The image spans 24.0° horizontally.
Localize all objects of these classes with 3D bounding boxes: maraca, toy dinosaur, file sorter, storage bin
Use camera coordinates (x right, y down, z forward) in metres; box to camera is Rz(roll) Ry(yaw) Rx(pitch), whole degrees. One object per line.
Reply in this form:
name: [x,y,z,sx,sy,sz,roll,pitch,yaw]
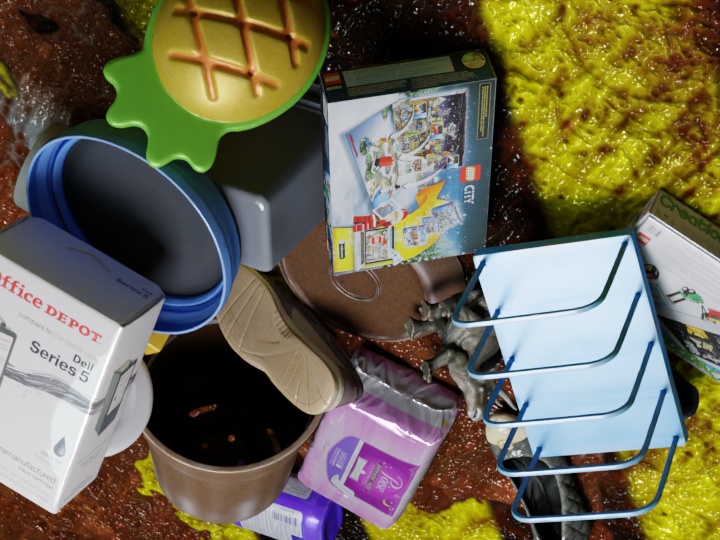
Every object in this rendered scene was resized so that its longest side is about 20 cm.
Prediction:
maraca: [-0.112,-0.169,1.337,0.137,0.200,0.107,45,172,1]
toy dinosaur: [0.105,0.047,1.526,0.077,0.101,0.201,60,147,39]
file sorter: [0.168,0.090,1.377,0.138,0.123,0.202,-7,116,26]
storage bin: [-0.114,-0.081,1.456,0.198,0.135,0.146,20,136,21]

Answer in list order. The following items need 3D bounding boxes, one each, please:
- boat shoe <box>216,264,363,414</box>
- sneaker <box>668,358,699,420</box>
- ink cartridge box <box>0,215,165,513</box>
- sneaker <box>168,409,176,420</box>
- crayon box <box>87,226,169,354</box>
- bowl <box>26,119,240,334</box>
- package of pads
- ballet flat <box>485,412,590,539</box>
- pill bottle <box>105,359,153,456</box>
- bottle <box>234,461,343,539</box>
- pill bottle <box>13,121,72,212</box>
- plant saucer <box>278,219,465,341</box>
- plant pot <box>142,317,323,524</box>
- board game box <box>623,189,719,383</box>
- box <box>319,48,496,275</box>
boat shoe: [-0.070,0.066,1.626,0.200,0.065,0.072,43,111,36]
sneaker: [0.215,0.069,1.464,0.199,0.074,0.081,34,158,-16]
ink cartridge box: [-0.270,0.078,1.435,0.145,0.084,0.201,28,116,10]
sneaker: [-0.244,0.096,1.784,0.076,0.088,0.200,34,168,34]
crayon box: [-0.249,0.028,1.586,0.125,0.052,0.200,37,157,-19]
bowl: [-0.188,-0.037,1.416,0.199,0.039,0.202,20,135,21]
package of pads: [0.017,0.171,1.718,0.120,0.076,0.201,29,143,5]
ballet flat: [0.177,0.216,1.675,0.066,0.057,0.201,-5,130,37]
pill bottle: [-0.287,0.119,1.611,0.112,0.112,0.199,48,153,-22]
bottle: [-0.119,0.255,1.913,0.198,0.066,0.084,15,140,20]
pill bottle: [-0.218,-0.055,1.590,0.199,0.115,0.115,28,143,4]
plant saucer: [0.000,0.000,1.572,0.199,0.035,0.201,19,142,15]
plant pot: [-0.136,0.150,1.720,0.199,0.201,0.199,24,151,8]
board game box: [0.294,0.029,1.403,0.199,0.035,0.126,33,143,-3]
box: [0.038,-0.085,1.388,0.135,0.038,0.201,-9,139,-8]
